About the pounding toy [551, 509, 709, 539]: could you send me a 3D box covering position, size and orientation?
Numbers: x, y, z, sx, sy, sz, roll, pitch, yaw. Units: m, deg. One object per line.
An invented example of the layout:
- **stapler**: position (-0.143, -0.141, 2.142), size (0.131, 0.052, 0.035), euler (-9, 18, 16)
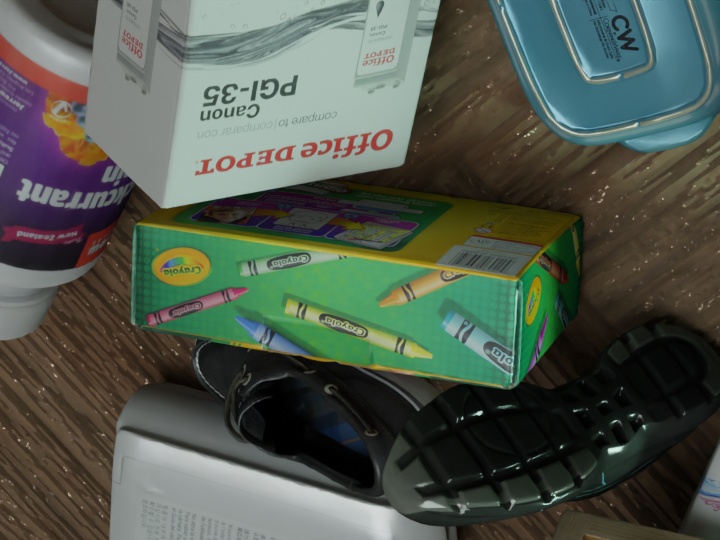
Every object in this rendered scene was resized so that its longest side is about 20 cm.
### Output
- **pounding toy**: position (0.170, 0.193, 0.944), size (0.199, 0.184, 0.143), euler (10, 133, 19)

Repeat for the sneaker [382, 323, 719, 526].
- **sneaker**: position (0.094, 0.091, 1.013), size (0.076, 0.199, 0.079), euler (57, 145, 28)

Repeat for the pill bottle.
- **pill bottle**: position (-0.170, -0.062, 1.076), size (0.111, 0.111, 0.200), euler (32, 124, 4)

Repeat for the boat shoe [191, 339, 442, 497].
- **boat shoe**: position (-0.034, 0.071, 1.074), size (0.200, 0.066, 0.070), euler (25, 124, 43)

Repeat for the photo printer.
- **photo printer**: position (-0.043, 0.161, 1.168), size (0.199, 0.069, 0.167), euler (14, 121, 15)

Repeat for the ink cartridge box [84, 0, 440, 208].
- **ink cartridge box**: position (-0.037, -0.140, 0.951), size (0.083, 0.146, 0.201), euler (43, 133, 41)

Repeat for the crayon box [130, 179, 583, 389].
- **crayon box**: position (0.000, 0.000, 1.030), size (0.199, 0.119, 0.059), euler (8, 108, 19)

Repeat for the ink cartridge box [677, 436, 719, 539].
- **ink cartridge box**: position (0.242, 0.117, 1.017), size (0.144, 0.084, 0.201), euler (23, 124, 10)

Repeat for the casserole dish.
- **casserole dish**: position (0.110, -0.140, 0.963), size (0.121, 0.039, 0.201), euler (-13, 112, 28)
